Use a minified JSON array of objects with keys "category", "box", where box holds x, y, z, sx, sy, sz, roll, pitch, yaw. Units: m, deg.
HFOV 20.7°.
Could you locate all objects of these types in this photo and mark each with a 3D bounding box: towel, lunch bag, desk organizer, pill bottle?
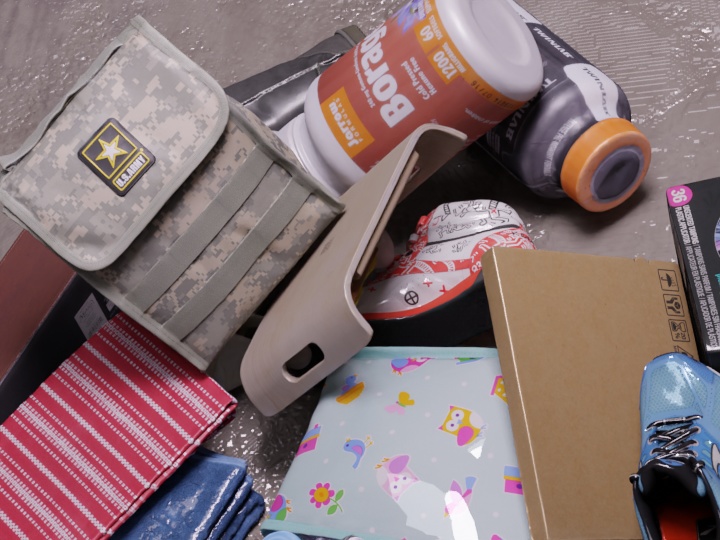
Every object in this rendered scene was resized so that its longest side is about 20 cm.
[{"category":"towel","box":[-0.198,0.132,1.417,0.200,0.023,0.144,-45,53,-12]},{"category":"towel","box":[-0.176,0.161,1.434,0.199,0.049,0.112,19,60,30]},{"category":"lunch bag","box":[-0.139,-0.058,1.388,0.164,0.200,0.118,-49,29,1]},{"category":"desk organizer","box":[-0.267,0.061,1.534,0.077,0.072,0.200,13,56,30]},{"category":"lunch bag","box":[0.061,0.144,1.324,0.199,0.122,0.171,3,51,27]},{"category":"pill bottle","box":[0.031,-0.125,1.481,0.200,0.112,0.113,-37,41,28]},{"category":"pill bottle","box":[0.139,-0.127,1.534,0.106,0.106,0.200,-34,49,-12]}]

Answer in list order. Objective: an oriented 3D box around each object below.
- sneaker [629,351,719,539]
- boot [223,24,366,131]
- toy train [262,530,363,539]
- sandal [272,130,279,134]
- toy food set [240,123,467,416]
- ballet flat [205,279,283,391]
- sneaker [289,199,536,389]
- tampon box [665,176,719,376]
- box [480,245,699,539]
[{"category":"sneaker","box":[0.204,0.125,1.205,0.078,0.090,0.201,-23,45,19]},{"category":"boot","box":[-0.064,-0.116,1.612,0.199,0.073,0.182,-23,34,-12]},{"category":"toy train","box":[-0.059,0.245,1.244,0.200,0.087,0.115,-35,58,28]},{"category":"sandal","box":[-0.131,-0.048,1.575,0.202,0.083,0.050,-20,34,18]},{"category":"toy food set","box":[0.000,0.000,1.388,0.143,0.060,0.200,-39,20,48]},{"category":"ballet flat","box":[-0.095,0.041,1.502,0.069,0.070,0.201,7,54,23]},{"category":"sneaker","box":[0.038,0.016,1.481,0.201,0.067,0.108,-23,34,9]},{"category":"tampon box","box":[0.324,0.015,1.341,0.199,0.126,0.150,-13,49,7]},{"category":"box","box":[0.163,0.083,1.297,0.163,0.021,0.201,5,66,-32]}]
